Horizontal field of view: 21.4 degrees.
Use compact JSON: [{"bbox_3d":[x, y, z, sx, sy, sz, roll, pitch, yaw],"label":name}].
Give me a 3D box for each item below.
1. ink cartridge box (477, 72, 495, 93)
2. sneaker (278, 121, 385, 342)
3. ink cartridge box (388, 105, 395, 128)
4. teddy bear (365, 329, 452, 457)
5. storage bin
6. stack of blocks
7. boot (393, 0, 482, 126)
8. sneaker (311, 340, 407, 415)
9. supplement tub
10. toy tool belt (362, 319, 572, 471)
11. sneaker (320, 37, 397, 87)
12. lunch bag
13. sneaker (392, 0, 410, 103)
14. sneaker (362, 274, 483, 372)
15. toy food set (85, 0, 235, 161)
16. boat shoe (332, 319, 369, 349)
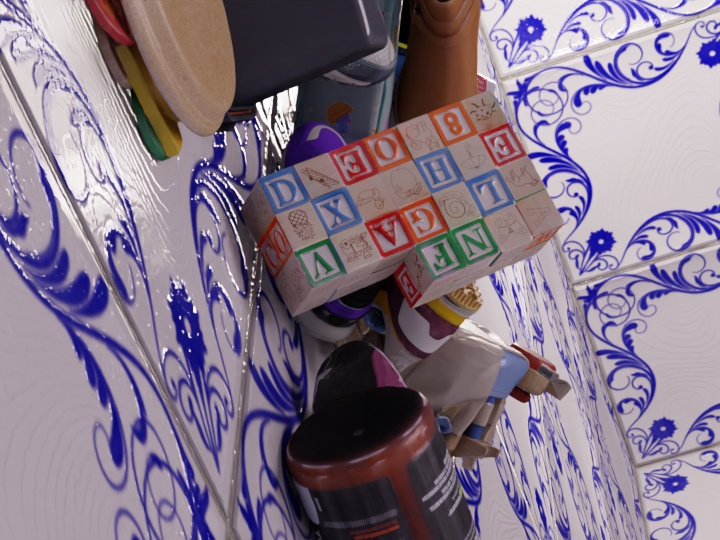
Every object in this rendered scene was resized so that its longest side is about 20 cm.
[{"bbox_3d":[0.080,-0.097,1.909,0.145,0.083,0.202,-6,101,-79],"label":"ink cartridge box"},{"bbox_3d":[-0.008,-0.050,1.440,0.069,0.100,0.201,16,45,-26],"label":"sneaker"},{"bbox_3d":[0.056,-0.096,1.728,0.161,0.050,0.202,139,-50,-64],"label":"ink cartridge box"},{"bbox_3d":[0.054,0.100,1.670,0.145,0.066,0.201,-84,155,-58],"label":"teddy bear"},{"bbox_3d":[-0.066,-0.213,1.346,0.146,0.133,0.202,-26,100,-79],"label":"storage bin"},{"bbox_3d":[0.030,-0.037,1.350,0.116,0.199,0.059,62,-25,12],"label":"stack of blocks"},{"bbox_3d":[0.066,-0.182,1.532,0.155,0.073,0.202,98,-9,-75],"label":"boot"},{"bbox_3d":[0.008,0.141,1.399,0.086,0.080,0.202,-112,-171,-68],"label":"sneaker"},{"bbox_3d":[0.028,0.188,1.295,0.107,0.106,0.201,-81,153,-67],"label":"supplement tub"},{"bbox_3d":[0.074,0.104,1.566,0.125,0.123,0.199,35,7,37],"label":"toy tool belt"},{"bbox_3d":[-0.035,-0.227,1.435,0.200,0.086,0.078,49,44,-10],"label":"sneaker"},{"bbox_3d":[-0.005,-0.183,1.585,0.161,0.076,0.202,-75,174,-72],"label":"lunch bag"},{"bbox_3d":[0.013,-0.183,1.707,0.078,0.066,0.201,46,-43,41],"label":"sneaker"},{"bbox_3d":[0.028,-0.004,1.478,0.075,0.090,0.200,38,17,-25],"label":"sneaker"},{"bbox_3d":[-0.131,-0.176,1.183,0.199,0.048,0.201,-90,161,-56],"label":"toy food set"},{"bbox_3d":[0.000,0.000,1.547,0.200,0.064,0.072,-84,155,-63],"label":"boat shoe"}]
